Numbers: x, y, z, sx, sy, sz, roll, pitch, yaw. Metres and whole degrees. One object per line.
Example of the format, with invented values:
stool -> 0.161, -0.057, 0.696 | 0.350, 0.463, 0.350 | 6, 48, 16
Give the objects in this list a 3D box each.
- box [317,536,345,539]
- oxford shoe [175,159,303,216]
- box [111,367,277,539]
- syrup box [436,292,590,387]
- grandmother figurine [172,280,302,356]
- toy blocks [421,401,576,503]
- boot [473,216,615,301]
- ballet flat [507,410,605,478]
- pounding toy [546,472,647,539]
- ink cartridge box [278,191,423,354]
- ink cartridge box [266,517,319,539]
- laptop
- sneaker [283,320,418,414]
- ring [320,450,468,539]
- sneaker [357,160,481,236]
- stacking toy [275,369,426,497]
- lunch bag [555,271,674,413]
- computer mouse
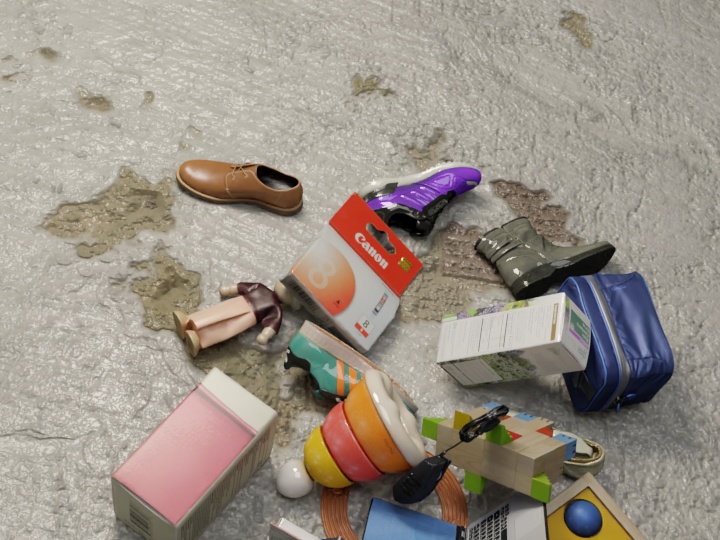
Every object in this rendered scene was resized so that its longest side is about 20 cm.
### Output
box -> -0.031, 0.414, 1.334 | 0.197, 0.200, 0.118 | 44, 57, -14
oxford shoe -> -0.182, -0.143, 1.782 | 0.199, 0.071, 0.072 | 10, 58, -1
box -> -0.210, 0.246, 1.490 | 0.109, 0.128, 0.200 | 34, 57, 13
syrup box -> 0.211, 0.098, 1.621 | 0.199, 0.079, 0.082 | -14, 50, 35
grandmother figurine -> -0.158, 0.056, 1.664 | 0.199, 0.061, 0.121 | -25, 65, -22
toy blocks -> 0.199, 0.227, 1.527 | 0.199, 0.100, 0.136 | 16, 18, 39
boot -> 0.284, -0.038, 1.803 | 0.199, 0.068, 0.131 | -18, 57, -22
ballet flat -> 0.244, 0.229, 1.622 | 0.199, 0.062, 0.068 | 18, 56, 2
pounding toy -> 0.271, 0.387, 1.476 | 0.200, 0.142, 0.184 | -29, 66, -25
ink cartridge box -> 0.000, 0.000, 1.698 | 0.162, 0.050, 0.200 | 46, 61, -12
ink cartridge box -> -0.022, 0.366, 1.417 | 0.199, 0.176, 0.045 | 28, 58, 8
laptop -> 0.117, 0.308, 1.442 | 0.200, 0.187, 0.116 | -37, 97, 14
sneaker -> -0.016, 0.156, 1.626 | 0.200, 0.071, 0.080 | 35, 93, -1
ring -> 0.046, 0.316, 1.557 | 0.199, 0.019, 0.201 | 5, 57, -8
sneaker -> 0.102, -0.101, 1.812 | 0.199, 0.070, 0.100 | -14, 68, -14
stacking toy -> -0.026, 0.233, 1.532 | 0.199, 0.146, 0.147 | -29, 63, 6
lunch bag -> 0.346, 0.109, 1.672 | 0.132, 0.136, 0.201 | -5, 58, -15
computer mouse -> 0.115, 0.236, 1.465 | 0.059, 0.200, 0.034 | 5, 47, -52
